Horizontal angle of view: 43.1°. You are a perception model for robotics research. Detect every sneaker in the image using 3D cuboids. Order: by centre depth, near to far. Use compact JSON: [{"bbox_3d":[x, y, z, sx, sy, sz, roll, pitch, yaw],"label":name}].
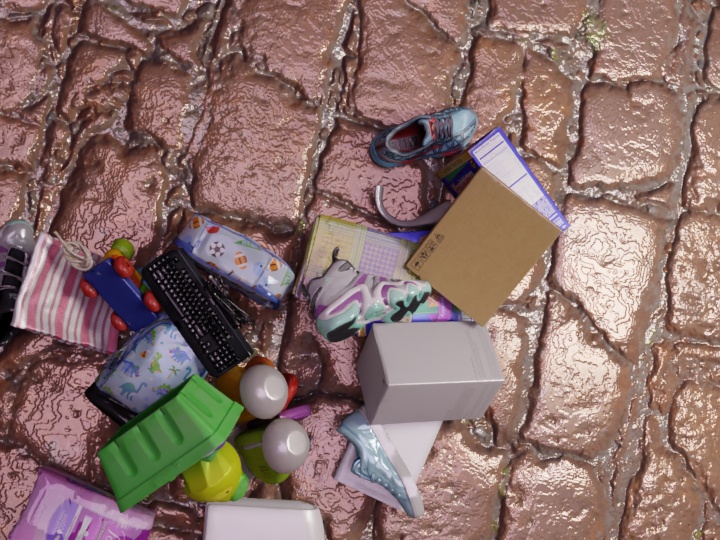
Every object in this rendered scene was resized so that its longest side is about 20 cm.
[{"bbox_3d":[-0.528,0.028,1.389,0.077,0.139,0.202,18,89,-42],"label":"sneaker"},{"bbox_3d":[0.003,0.017,1.416,0.198,0.078,0.141,-16,58,-29],"label":"sneaker"},{"bbox_3d":[0.028,0.323,1.480,0.081,0.074,0.201,-29,80,-9],"label":"sneaker"},{"bbox_3d":[0.118,-0.226,1.543,0.198,0.096,0.080,-22,91,-10],"label":"sneaker"}]

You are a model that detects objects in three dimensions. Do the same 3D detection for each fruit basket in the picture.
[{"bbox_3d":[-0.249,0.281,1.336,0.213,0.156,0.218,2,104,7],"label":"fruit basket"}]

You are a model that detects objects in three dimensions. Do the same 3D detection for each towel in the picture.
[{"bbox_3d":[-0.432,0.039,1.394,0.030,0.200,0.148,3,75,32],"label":"towel"},{"bbox_3d":[0.000,0.000,1.471,0.198,0.023,0.145,14,83,-6],"label":"towel"}]

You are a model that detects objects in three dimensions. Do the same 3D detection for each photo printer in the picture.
[{"bbox_3d":[-0.157,0.452,1.463,0.198,0.069,0.168,6,85,-9],"label":"photo printer"}]

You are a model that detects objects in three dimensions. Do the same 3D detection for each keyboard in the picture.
[{"bbox_3d":[-0.236,0.057,1.357,0.104,0.040,0.201,-34,96,3],"label":"keyboard"}]

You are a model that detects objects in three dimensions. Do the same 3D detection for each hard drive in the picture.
[{"bbox_3d":[0.054,0.283,1.533,0.131,0.026,0.202,26,82,-7],"label":"hard drive"}]

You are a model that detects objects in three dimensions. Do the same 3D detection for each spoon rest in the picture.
[{"bbox_3d":[0.116,-0.093,1.536,0.198,0.099,0.061,16,93,11],"label":"spoon rest"}]

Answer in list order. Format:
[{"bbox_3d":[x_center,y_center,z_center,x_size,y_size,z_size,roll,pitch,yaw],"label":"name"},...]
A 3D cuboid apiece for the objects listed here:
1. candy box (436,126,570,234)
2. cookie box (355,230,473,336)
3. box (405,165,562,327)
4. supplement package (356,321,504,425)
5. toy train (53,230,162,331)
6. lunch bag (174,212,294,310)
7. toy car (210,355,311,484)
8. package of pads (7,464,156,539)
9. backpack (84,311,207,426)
[{"bbox_3d":[0.234,-0.122,1.519,0.077,0.169,0.201,-36,92,-13],"label":"candy box"},{"bbox_3d":[0.080,0.021,1.530,0.198,0.075,0.173,-4,87,-9],"label":"cookie box"},{"bbox_3d":[0.193,-0.036,1.439,0.163,0.021,0.201,38,103,-1],"label":"box"},{"bbox_3d":[0.109,0.163,1.469,0.198,0.122,0.121,0,51,-18],"label":"supplement package"},{"bbox_3d":[-0.379,-0.014,1.393,0.084,0.116,0.201,-28,116,17],"label":"toy train"},{"bbox_3d":[-0.194,-0.008,1.446,0.199,0.160,0.076,32,79,0],"label":"lunch bag"},{"bbox_3d":[-0.147,0.233,1.452,0.149,0.174,0.202,-22,90,-47],"label":"toy car"},{"bbox_3d":[-0.431,0.398,1.418,0.198,0.076,0.121,26,85,-7],"label":"package of pads"},{"bbox_3d":[-0.313,0.158,1.431,0.163,0.154,0.201,38,70,-1],"label":"backpack"}]
